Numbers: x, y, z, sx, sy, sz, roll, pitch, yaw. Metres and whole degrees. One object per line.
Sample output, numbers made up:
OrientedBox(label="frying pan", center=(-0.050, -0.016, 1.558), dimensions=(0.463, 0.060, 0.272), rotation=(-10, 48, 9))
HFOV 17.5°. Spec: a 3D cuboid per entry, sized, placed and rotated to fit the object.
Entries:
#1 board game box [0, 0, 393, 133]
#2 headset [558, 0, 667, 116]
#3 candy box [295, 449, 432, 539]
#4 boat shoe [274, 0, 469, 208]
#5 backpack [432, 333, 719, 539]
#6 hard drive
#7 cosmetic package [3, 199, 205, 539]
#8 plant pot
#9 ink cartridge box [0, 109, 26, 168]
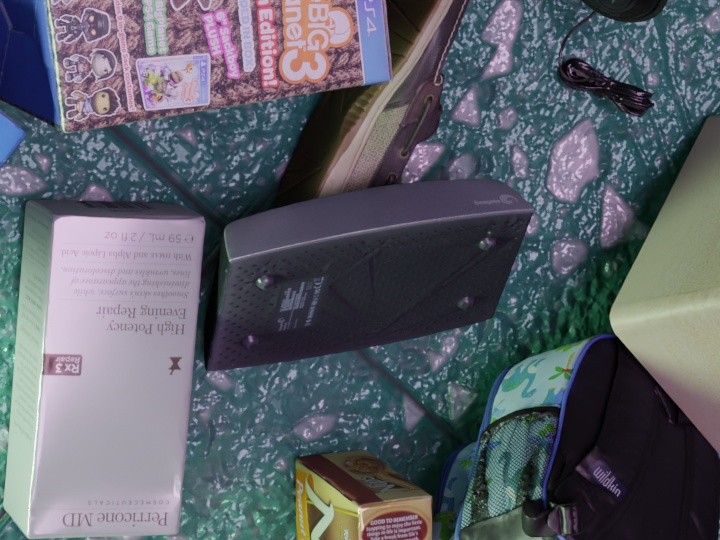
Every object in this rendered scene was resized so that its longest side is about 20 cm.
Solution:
OrientedBox(label="board game box", center=(-0.104, -0.151, 1.361), dimensions=(0.199, 0.159, 0.098), rotation=(-11, 105, -21))
OrientedBox(label="headset", center=(0.186, -0.197, 1.496), dimensions=(0.094, 0.124, 0.201), rotation=(27, 121, 1))
OrientedBox(label="candy box", center=(0.001, 0.228, 1.505), dimensions=(0.055, 0.115, 0.201), rotation=(-4, 102, -22))
OrientedBox(label="boat shoe", center=(0.018, -0.104, 1.473), dimensions=(0.066, 0.072, 0.202), rotation=(26, 97, -33))
OrientedBox(label="backpack", center=(0.140, 0.152, 1.519), dimensions=(0.183, 0.146, 0.201), rotation=(46, 42, -26))
OrientedBox(label="hard drive", center=(0.000, 0.000, 1.462), dimensions=(0.199, 0.043, 0.135), rotation=(-10, 147, -19))
OrientedBox(label="cosmetic package", center=(-0.158, 0.060, 1.431), dimensions=(0.101, 0.074, 0.201), rotation=(1, 99, -22))
OrientedBox(label="plant pot", center=(0.315, 0.013, 1.517), dimensions=(0.200, 0.177, 0.200), rotation=(47, 53, -23))
OrientedBox(label="ink cartridge box", center=(-0.293, -0.032, 1.316), dimensions=(0.084, 0.146, 0.200), rotation=(41, 83, -23))
